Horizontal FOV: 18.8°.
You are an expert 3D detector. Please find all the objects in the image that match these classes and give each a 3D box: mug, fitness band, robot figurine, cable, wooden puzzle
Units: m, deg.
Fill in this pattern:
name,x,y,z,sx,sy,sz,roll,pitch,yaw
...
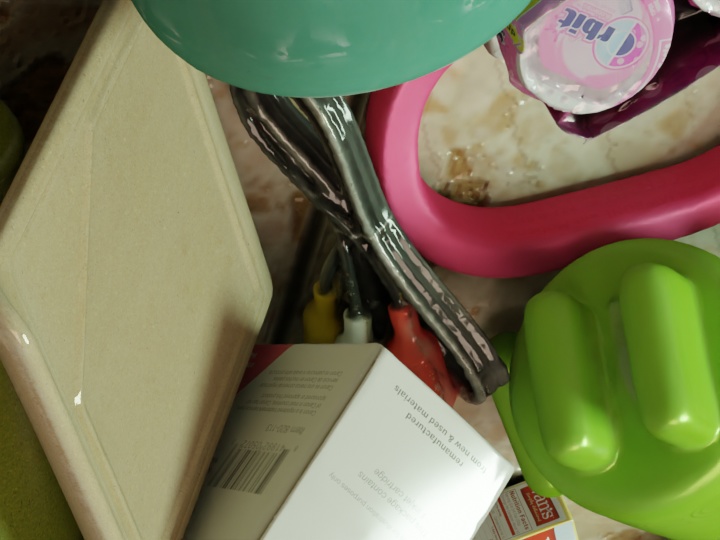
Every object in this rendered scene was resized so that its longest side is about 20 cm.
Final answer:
name,x,y,z,sx,sy,sz,roll,pitch,yaw
mug,-0.021,-0.131,0.702,0.152,0.184,0.115,-46,138,-31
fitness band,0.101,-0.065,0.876,0.199,0.038,0.144,-14,134,-7
robot figurine,0.138,0.055,0.922,0.175,0.116,0.200,-19,159,25
cable,0.000,0.000,0.861,0.050,0.097,0.200,-49,143,-22
wooden puzzle,-0.083,0.004,0.766,0.037,0.201,0.186,-1,136,15

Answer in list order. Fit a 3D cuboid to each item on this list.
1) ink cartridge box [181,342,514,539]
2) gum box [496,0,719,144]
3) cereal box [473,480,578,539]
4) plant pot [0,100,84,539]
name,x,y,z,sx,sy,sz,roll,pitch,yaw
ink cartridge box,-0.053,0.130,0.847,0.083,0.146,0.200,43,69,-22
gum box,0.124,-0.143,0.760,0.199,0.114,0.066,-31,134,8
cereal box,0.019,0.188,1.068,0.199,0.040,0.144,-20,132,-3
plant pot,-0.185,0.034,0.767,0.199,0.201,0.194,-3,119,-18
